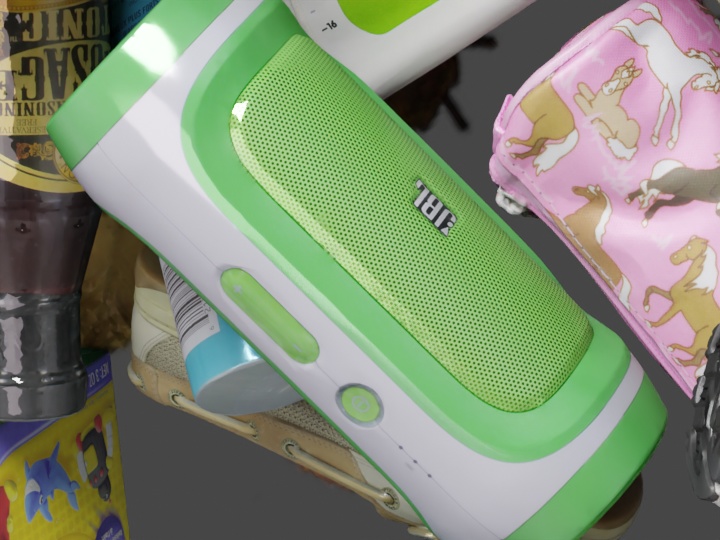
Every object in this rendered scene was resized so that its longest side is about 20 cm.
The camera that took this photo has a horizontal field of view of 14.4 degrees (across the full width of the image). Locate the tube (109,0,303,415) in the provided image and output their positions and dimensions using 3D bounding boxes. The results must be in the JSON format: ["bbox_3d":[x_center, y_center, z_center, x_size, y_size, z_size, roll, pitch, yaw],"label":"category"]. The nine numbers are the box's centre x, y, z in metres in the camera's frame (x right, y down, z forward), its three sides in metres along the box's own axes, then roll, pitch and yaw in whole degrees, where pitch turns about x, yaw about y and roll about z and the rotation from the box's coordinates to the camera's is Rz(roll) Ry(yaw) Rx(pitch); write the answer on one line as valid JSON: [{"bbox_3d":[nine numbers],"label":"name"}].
[{"bbox_3d":[-0.053,-0.053,0.952,0.077,0.050,0.201,-25,68,27],"label":"tube"}]

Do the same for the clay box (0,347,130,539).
[{"bbox_3d":[-0.125,0.140,1.044,0.047,0.115,0.201,2,108,24],"label":"clay box"}]

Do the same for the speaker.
[{"bbox_3d":[0.000,0.000,0.869,0.200,0.089,0.088,44,121,-6],"label":"speaker"}]

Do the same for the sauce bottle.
[{"bbox_3d":[-0.114,-0.051,0.961,0.066,0.066,0.202,4,103,26],"label":"sauce bottle"}]

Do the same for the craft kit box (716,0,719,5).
[{"bbox_3d":[0.135,-0.195,0.794,0.200,0.049,0.198,-37,92,5],"label":"craft kit box"}]

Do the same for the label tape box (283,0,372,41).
[{"bbox_3d":[0.013,-0.178,0.897,0.200,0.063,0.145,-35,89,33],"label":"label tape box"}]

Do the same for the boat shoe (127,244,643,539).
[{"bbox_3d":[0.005,0.052,0.977,0.200,0.073,0.063,25,125,20],"label":"boat shoe"}]

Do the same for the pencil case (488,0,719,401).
[{"bbox_3d":[0.126,0.008,0.892,0.200,0.083,0.086,50,128,3],"label":"pencil case"}]

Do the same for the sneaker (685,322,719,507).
[{"bbox_3d":[0.163,-0.016,0.825,0.079,0.074,0.201,22,93,-8],"label":"sneaker"}]

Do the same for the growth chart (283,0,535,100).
[{"bbox_3d":[-0.023,-0.144,0.881,0.145,0.018,0.200,-41,88,32],"label":"growth chart"}]
